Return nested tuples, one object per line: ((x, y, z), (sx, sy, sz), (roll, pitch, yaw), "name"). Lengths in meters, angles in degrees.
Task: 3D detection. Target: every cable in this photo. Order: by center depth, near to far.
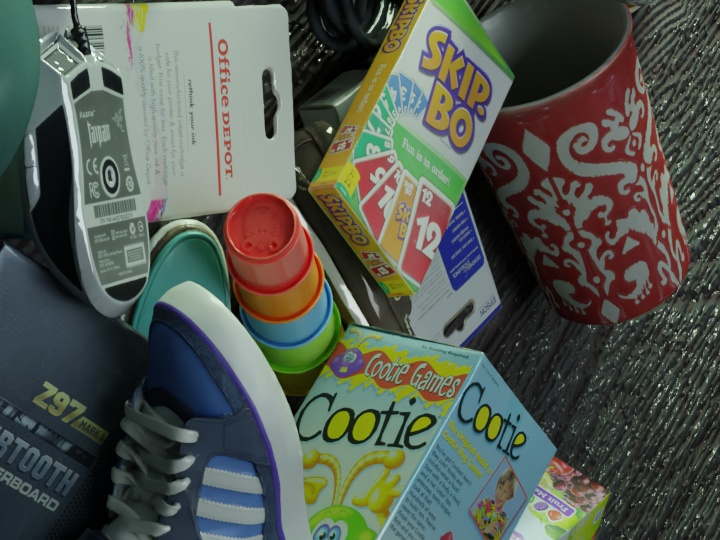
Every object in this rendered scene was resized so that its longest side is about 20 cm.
((0.022, -0.221, 1.203), (0.163, 0.051, 0.201), (-60, 171, -53), "cable")

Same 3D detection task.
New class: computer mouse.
((-0.143, -0.075, 0.946), (0.110, 0.044, 0.201), (-16, 99, -70), "computer mouse")

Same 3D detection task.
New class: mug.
((0.158, -0.085, 1.357), (0.178, 0.133, 0.200), (-51, 132, -33), "mug")

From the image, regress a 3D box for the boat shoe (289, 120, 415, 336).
((0.000, 0.000, 1.207), (0.059, 0.072, 0.200), (-38, 119, -11), "boat shoe")

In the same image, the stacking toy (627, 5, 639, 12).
((0.246, -0.256, 1.393), (0.146, 0.199, 0.147), (-4, 95, -50), "stacking toy")

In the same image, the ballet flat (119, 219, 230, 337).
((-0.110, 0.066, 1.090), (0.069, 0.069, 0.201), (-18, 113, -48), "ballet flat")

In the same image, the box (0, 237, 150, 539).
((-0.160, 0.092, 0.993), (0.200, 0.051, 0.158), (39, 81, -36), "box")

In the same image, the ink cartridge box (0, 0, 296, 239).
((-0.126, -0.084, 1.062), (0.200, 0.068, 0.116), (-10, 100, -49), "ink cartridge box")

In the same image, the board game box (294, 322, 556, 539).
((0.005, 0.146, 1.109), (0.200, 0.103, 0.105), (-58, 135, -21), "board game box")

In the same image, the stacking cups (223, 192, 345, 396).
((-0.044, 0.008, 1.100), (0.200, 0.060, 0.061), (80, 29, -66), "stacking cups")

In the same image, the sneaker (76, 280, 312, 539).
((-0.104, 0.121, 0.959), (0.146, 0.080, 0.201), (-31, 126, -28), "sneaker")

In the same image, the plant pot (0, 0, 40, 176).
((-0.233, -0.087, 0.847), (0.161, 0.200, 0.202), (-31, 116, -58), "plant pot")

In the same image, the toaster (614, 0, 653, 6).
((0.139, -0.251, 1.275), (0.129, 0.200, 0.114), (36, 92, -31), "toaster")

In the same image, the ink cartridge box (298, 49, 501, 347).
((0.029, -0.038, 1.275), (0.095, 0.037, 0.201), (-42, 120, -41), "ink cartridge box")

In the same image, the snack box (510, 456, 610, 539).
((0.065, 0.231, 1.259), (0.200, 0.068, 0.169), (-32, 144, -43), "snack box")

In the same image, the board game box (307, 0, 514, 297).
((0.037, -0.091, 1.193), (0.096, 0.030, 0.201), (52, 46, -35), "board game box")
